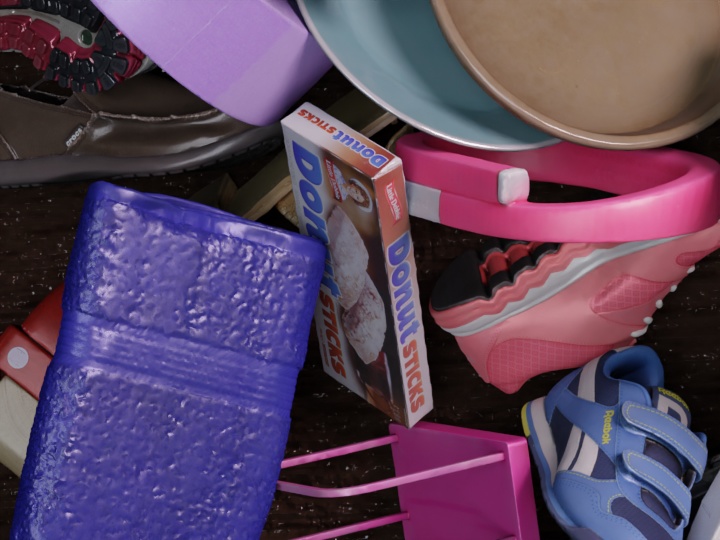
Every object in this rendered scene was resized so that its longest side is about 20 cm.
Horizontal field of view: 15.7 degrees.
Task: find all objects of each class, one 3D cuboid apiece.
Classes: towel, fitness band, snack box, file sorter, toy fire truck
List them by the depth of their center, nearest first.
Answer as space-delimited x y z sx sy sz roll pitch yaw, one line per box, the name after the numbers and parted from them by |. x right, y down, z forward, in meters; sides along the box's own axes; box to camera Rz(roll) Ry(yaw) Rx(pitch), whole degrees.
-0.104 0.063 1.381 0.147 0.049 0.201 16 84 -30 | towel
0.102 -0.049 1.384 0.200 0.143 0.038 19 113 56 | fitness band
0.000 0.000 1.433 0.072 0.024 0.201 34 149 33 | snack box
0.019 0.198 1.445 0.125 0.139 0.201 -11 96 -27 | file sorter
-0.120 0.045 1.474 0.128 0.176 0.200 37 90 8 | toy fire truck

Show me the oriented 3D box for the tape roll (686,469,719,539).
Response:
0.269 0.166 1.380 0.202 0.037 0.204 -2 107 -8 | tape roll

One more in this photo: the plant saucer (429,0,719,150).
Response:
0.123 -0.153 1.399 0.199 0.029 0.201 7 67 -17 | plant saucer

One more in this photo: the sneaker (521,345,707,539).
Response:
0.143 0.105 1.380 0.082 0.200 0.074 -39 119 13 | sneaker

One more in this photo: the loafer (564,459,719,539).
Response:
0.162 0.164 1.447 0.200 0.068 0.071 -32 79 34 | loafer

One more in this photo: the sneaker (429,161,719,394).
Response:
0.142 0.005 1.461 0.199 0.074 0.087 -23 116 12 | sneaker

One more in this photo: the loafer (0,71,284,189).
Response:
-0.137 -0.088 1.497 0.199 0.073 0.071 -4 93 20 | loafer

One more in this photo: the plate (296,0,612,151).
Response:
0.052 -0.145 1.411 0.200 0.200 0.026 41 143 5 | plate

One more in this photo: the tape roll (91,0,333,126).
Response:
-0.094 -0.173 1.415 0.066 0.200 0.200 -42 86 14 | tape roll

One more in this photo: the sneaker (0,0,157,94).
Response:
-0.187 -0.156 1.503 0.199 0.075 0.081 28 121 28 | sneaker

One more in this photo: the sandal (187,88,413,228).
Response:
-0.021 -0.043 1.493 0.211 0.078 0.070 -30 110 21 | sandal

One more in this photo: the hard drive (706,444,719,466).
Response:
0.296 0.159 1.449 0.139 0.038 0.201 -30 90 16 | hard drive
